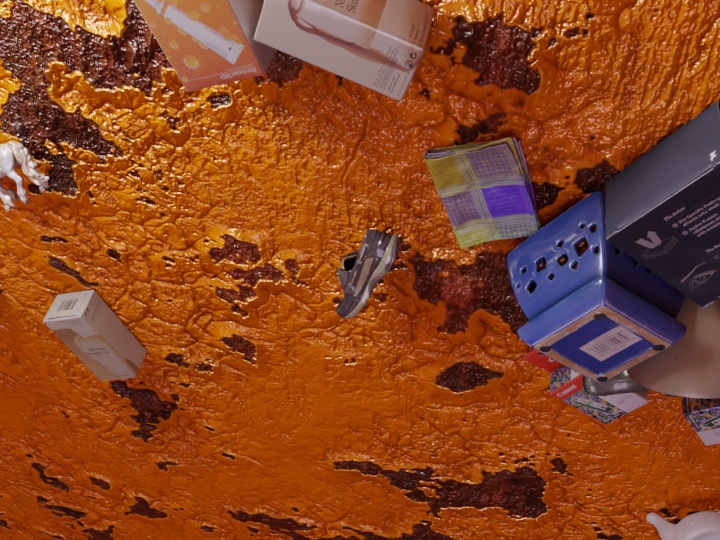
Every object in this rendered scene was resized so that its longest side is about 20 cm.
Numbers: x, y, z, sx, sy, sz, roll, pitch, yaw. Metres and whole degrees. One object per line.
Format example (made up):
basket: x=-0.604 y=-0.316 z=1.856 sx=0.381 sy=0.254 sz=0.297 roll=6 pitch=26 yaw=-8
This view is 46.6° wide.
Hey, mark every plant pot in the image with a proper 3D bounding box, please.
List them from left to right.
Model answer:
plant pot: x=0.348 y=0.038 z=1.221 sx=0.198 sy=0.182 sz=0.200 roll=28 pitch=137 yaw=-22
plant pot: x=0.507 y=0.093 z=1.265 sx=0.197 sy=0.200 sz=0.137 roll=0 pitch=102 yaw=18

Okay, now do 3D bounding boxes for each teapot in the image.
teapot: x=0.740 y=0.590 z=1.763 sx=0.195 sy=0.146 sz=0.202 roll=-25 pitch=94 yaw=14

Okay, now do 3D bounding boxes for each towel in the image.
towel: x=0.184 y=-0.112 z=1.238 sx=0.142 sy=0.023 sz=0.201 roll=-6 pitch=135 yaw=22

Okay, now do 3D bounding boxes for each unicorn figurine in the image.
unicorn figurine: x=-0.617 y=-0.165 z=1.403 sx=0.198 sy=0.074 sz=0.138 roll=-23 pitch=118 yaw=18

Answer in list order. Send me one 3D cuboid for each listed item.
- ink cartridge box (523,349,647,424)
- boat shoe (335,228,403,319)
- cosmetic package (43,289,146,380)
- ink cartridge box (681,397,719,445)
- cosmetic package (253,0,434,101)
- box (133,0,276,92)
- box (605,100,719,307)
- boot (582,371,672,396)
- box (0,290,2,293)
ink cartridge box: x=0.396 y=0.193 z=1.479 sx=0.198 sy=0.051 sz=0.109 roll=28 pitch=138 yaw=-16
boat shoe: x=0.000 y=0.000 z=1.395 sx=0.073 sy=0.075 sz=0.201 roll=31 pitch=129 yaw=-3
cosmetic package: x=-0.537 y=0.135 z=1.704 sx=0.104 sy=0.072 sz=0.201 roll=-8 pitch=134 yaw=25
ink cartridge box: x=0.678 y=0.241 z=1.457 sx=0.198 sy=0.051 sz=0.109 roll=-21 pitch=127 yaw=35
cosmetic package: x=-0.018 y=-0.303 z=1.026 sx=0.198 sy=0.104 sz=0.088 roll=20 pitch=138 yaw=-8
box: x=-0.199 y=-0.342 z=1.042 sx=0.123 sy=0.098 sz=0.201 roll=-6 pitch=135 yaw=23
box: x=0.465 y=-0.081 z=1.111 sx=0.199 sy=0.118 sz=0.196 roll=31 pitch=137 yaw=-19
boot: x=0.470 y=0.172 z=1.354 sx=0.197 sy=0.131 sz=0.069 roll=-11 pitch=97 yaw=0
box: x=-0.863 y=0.071 z=1.723 sx=0.163 sy=0.087 sz=0.199 roll=36 pitch=135 yaw=-23
